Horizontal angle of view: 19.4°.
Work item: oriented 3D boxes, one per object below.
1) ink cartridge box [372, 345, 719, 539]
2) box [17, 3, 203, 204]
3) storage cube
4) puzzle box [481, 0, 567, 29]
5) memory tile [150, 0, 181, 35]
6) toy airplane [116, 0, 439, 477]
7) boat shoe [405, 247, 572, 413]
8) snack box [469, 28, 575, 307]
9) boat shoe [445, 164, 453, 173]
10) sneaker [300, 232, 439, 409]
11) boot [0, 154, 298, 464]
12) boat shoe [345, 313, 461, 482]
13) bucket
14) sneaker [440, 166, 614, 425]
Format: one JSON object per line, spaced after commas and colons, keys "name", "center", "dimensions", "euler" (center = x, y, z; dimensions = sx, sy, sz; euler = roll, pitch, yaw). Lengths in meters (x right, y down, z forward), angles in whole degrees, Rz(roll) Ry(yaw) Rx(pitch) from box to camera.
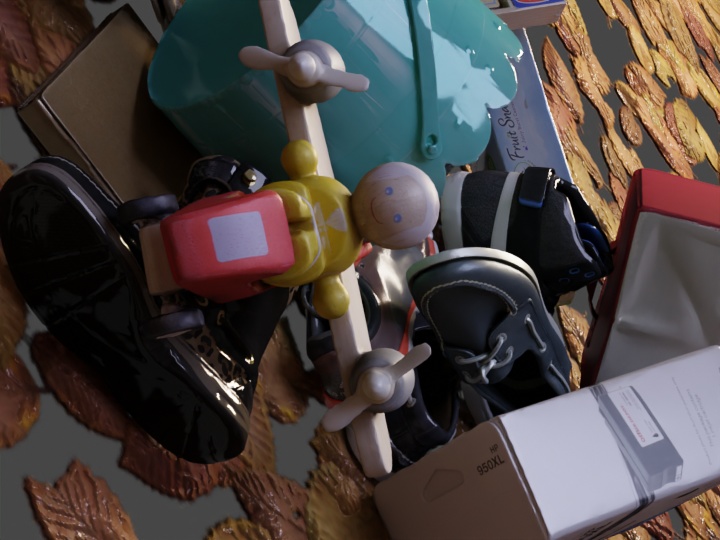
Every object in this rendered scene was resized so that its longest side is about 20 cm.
{"name": "ink cartridge box", "center": [0.130, 0.128, 1.315], "dimensions": [0.200, 0.145, 0.084], "euler": [-14, 74, -38]}
{"name": "box", "center": [-0.112, -0.052, 1.277], "dimensions": [0.200, 0.021, 0.163], "euler": [53, 26, -14]}
{"name": "storage cube", "center": [0.257, 0.039, 1.506], "dimensions": [0.200, 0.171, 0.180], "euler": [15, 12, 4]}
{"name": "puzzle box", "center": [0.037, -0.225, 1.536], "dimensions": [0.200, 0.025, 0.133], "euler": [-12, 63, -24]}
{"name": "memory tile", "center": [-0.142, -0.233, 1.308], "dimensions": [0.200, 0.017, 0.153], "euler": [79, -6, -74]}
{"name": "toy airplane", "center": [-0.015, -0.020, 1.101], "dimensions": [0.200, 0.141, 0.199], "euler": [51, 38, -34]}
{"name": "boat shoe", "center": [0.089, 0.045, 1.347], "dimensions": [0.200, 0.073, 0.062], "euler": [45, 30, -57]}
{"name": "snack box", "center": [0.119, -0.080, 1.614], "dimensions": [0.142, 0.053, 0.200], "euler": [99, -23, -73]}
{"name": "boat shoe", "center": [0.054, -0.131, 1.545], "dimensions": [0.073, 0.062, 0.200], "euler": [47, 28, -26]}
{"name": "sneaker", "center": [0.000, 0.000, 1.353], "dimensions": [0.082, 0.077, 0.200], "euler": [57, 22, -35]}
{"name": "boot", "center": [-0.106, -0.011, 1.152], "dimensions": [0.200, 0.073, 0.151], "euler": [53, 38, -24]}
{"name": "boat shoe", "center": [0.040, 0.062, 1.394], "dimensions": [0.074, 0.060, 0.200], "euler": [52, 26, -15]}
{"name": "bucket", "center": [-0.019, -0.123, 1.270], "dimensions": [0.135, 0.207, 0.207], "euler": [44, 29, -28]}
{"name": "sneaker", "center": [0.124, 0.026, 1.461], "dimensions": [0.073, 0.112, 0.200], "euler": [-49, 132, -61]}
